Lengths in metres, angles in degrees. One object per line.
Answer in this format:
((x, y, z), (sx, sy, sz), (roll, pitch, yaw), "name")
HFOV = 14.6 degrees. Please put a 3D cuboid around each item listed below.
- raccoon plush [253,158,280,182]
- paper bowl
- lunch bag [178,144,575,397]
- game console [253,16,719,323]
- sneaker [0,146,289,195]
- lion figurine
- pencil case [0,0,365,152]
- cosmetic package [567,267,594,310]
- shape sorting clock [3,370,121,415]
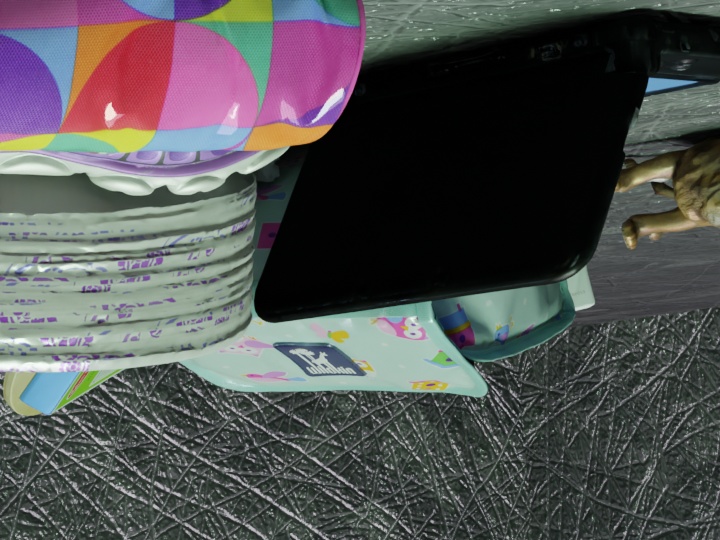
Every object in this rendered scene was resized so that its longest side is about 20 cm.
((-0.152, -0.032, 1.395), (0.199, 0.097, 0.134), (-1, -178, -43), "raccoon plush")
((-0.140, -0.029, 1.106), (0.199, 0.105, 0.201), (3, -168, -1), "paper bowl")
((0.000, 0.000, 1.431), (0.169, 0.123, 0.200), (1, -166, 24), "lunch bag")
((0.073, -0.043, 1.284), (0.199, 0.117, 0.175), (-8, 175, 42), "game console")
((-0.094, -0.073, 0.995), (0.199, 0.081, 0.083), (-8, 162, -28), "sneaker")
((0.225, -0.054, 1.749), (0.122, 0.073, 0.200), (-14, -172, 13), "lion figurine")
((-0.097, -0.077, 0.859), (0.199, 0.089, 0.088), (-2, 175, -33), "pencil case")
((0.054, -0.016, 1.628), (0.081, 0.113, 0.200), (-12, 176, -20), "cosmetic package")
((-0.120, 0.001, 1.522), (0.200, 0.039, 0.200), (-47, 171, -9), "shape sorting clock")
